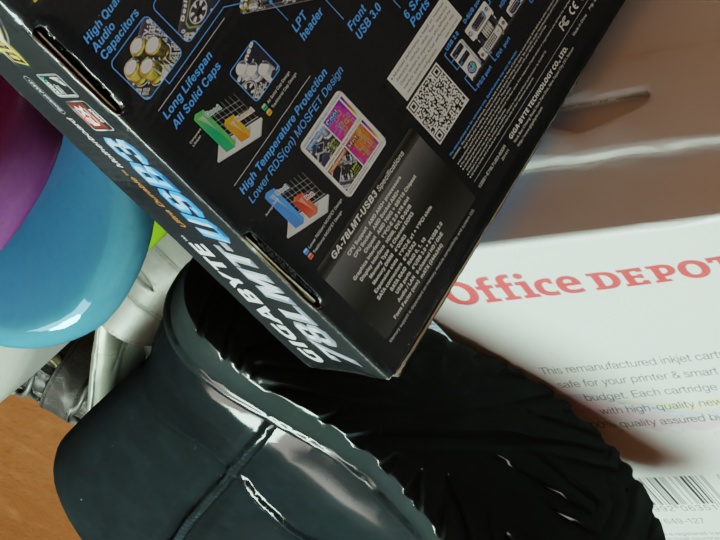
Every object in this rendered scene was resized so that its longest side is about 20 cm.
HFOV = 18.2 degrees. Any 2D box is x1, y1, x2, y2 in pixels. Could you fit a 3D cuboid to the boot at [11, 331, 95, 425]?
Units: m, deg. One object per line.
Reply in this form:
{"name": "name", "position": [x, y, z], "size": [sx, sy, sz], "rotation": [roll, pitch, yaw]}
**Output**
{"name": "boot", "position": [-0.107, 0.070, 1.000], "size": [0.173, 0.200, 0.070], "rotation": [27, 117, 1]}

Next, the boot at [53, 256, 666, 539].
{"name": "boot", "position": [-0.006, 0.086, 0.794], "size": [0.199, 0.077, 0.168], "rotation": [34, 144, -1]}

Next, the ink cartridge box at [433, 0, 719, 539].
{"name": "ink cartridge box", "position": [0.136, -0.007, 0.775], "size": [0.147, 0.145, 0.200], "rotation": [-7, 138, 40]}

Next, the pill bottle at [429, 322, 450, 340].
{"name": "pill bottle", "position": [0.000, 0.000, 0.908], "size": [0.108, 0.109, 0.200], "rotation": [25, 149, -4]}

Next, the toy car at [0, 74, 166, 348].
{"name": "toy car", "position": [-0.134, -0.055, 0.692], "size": [0.174, 0.150, 0.200], "rotation": [-33, 121, 22]}

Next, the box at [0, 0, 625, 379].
{"name": "box", "position": [-0.012, -0.105, 0.668], "size": [0.198, 0.201, 0.050], "rotation": [44, 159, -31]}

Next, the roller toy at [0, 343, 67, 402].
{"name": "roller toy", "position": [-0.179, -0.037, 0.886], "size": [0.199, 0.140, 0.183], "rotation": [-26, 102, 35]}

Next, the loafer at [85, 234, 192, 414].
{"name": "loafer", "position": [-0.068, 0.002, 0.835], "size": [0.070, 0.069, 0.201], "rotation": [55, 151, 31]}
